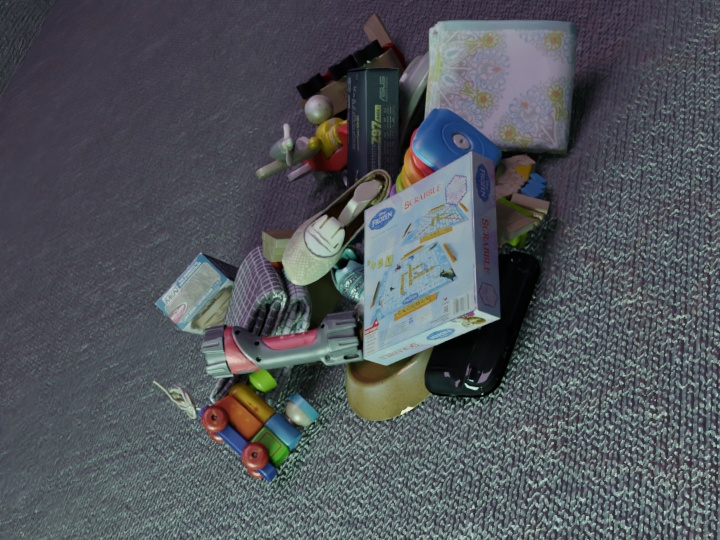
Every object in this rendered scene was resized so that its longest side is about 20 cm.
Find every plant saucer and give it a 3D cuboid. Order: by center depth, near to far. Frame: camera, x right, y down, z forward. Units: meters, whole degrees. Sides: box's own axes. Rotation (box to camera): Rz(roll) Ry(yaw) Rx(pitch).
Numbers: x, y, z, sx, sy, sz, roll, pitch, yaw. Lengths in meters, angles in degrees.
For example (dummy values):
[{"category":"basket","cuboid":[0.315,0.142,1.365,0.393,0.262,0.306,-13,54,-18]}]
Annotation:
[{"category":"plant saucer","cuboid":[0.048,0.093,1.567,0.199,0.035,0.201,-32,33,24]},{"category":"plant saucer","cuboid":[0.083,-0.248,1.792,0.201,0.050,0.200,-57,-13,-21]}]

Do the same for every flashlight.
[{"category":"flashlight","cuboid":[-0.097,0.089,1.580,0.198,0.068,0.068,-11,36,8]}]

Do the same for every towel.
[{"category":"towel","cuboid":[0.180,-0.242,1.647,0.198,0.048,0.173,4,86,19]},{"category":"towel","cuboid":[-0.143,0.084,1.704,0.201,0.085,0.166,-66,21,15]}]

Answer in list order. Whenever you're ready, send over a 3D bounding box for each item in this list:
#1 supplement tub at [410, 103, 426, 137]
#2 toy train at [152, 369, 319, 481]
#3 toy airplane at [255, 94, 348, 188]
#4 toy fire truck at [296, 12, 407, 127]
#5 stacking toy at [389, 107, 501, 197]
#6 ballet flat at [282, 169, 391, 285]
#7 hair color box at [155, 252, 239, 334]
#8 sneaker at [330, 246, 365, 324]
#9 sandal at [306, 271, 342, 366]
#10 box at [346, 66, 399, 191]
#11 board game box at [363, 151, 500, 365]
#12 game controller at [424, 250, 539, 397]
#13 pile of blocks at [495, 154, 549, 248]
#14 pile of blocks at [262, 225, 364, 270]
[{"category":"supplement tub","cuboid":[0.163,-0.229,1.730,0.200,0.107,0.107,-43,30,7]},{"category":"toy train","cuboid":[-0.157,0.164,1.609,0.116,0.200,0.085,-46,-13,-14]},{"category":"toy airplane","cuboid":[-0.051,-0.202,1.935,0.198,0.142,0.200,-16,16,18]},{"category":"toy fire truck","cuboid":[-0.003,-0.333,2.083,0.175,0.129,0.200,-27,11,25]},{"category":"stacking toy","cuboid":[0.082,-0.101,1.615,0.200,0.109,0.116,-54,1,43]},{"category":"ballet flat","cuboid":[-0.029,-0.063,1.601,0.200,0.067,0.062,-48,-7,-31]},{"category":"hair color box","cuboid":[-0.216,0.040,1.833,0.100,0.060,0.200,-48,-12,2]},{"category":"sneaker","cuboid":[0.000,0.000,1.655,0.078,0.086,0.200,-42,10,3]},{"category":"sandal","cuboid":[-0.070,0.040,1.745,0.069,0.078,0.213,-19,46,38]},{"category":"box","cuboid":[0.016,-0.180,1.745,0.158,0.050,0.202,-142,51,-76]},{"category":"board game box","cuboid":[0.080,-0.011,1.485,0.199,0.041,0.201,-26,55,45]},{"category":"game controller","cuboid":[0.142,0.061,1.475,0.104,0.042,0.201,-9,46,44]},{"category":"pile of blocks","cuboid":[0.190,-0.071,1.555,0.081,0.063,0.200,17,34,11]},{"category":"pile of blocks","cuboid":[-0.047,-0.027,1.684,0.082,0.199,0.063,13,108,42]}]
